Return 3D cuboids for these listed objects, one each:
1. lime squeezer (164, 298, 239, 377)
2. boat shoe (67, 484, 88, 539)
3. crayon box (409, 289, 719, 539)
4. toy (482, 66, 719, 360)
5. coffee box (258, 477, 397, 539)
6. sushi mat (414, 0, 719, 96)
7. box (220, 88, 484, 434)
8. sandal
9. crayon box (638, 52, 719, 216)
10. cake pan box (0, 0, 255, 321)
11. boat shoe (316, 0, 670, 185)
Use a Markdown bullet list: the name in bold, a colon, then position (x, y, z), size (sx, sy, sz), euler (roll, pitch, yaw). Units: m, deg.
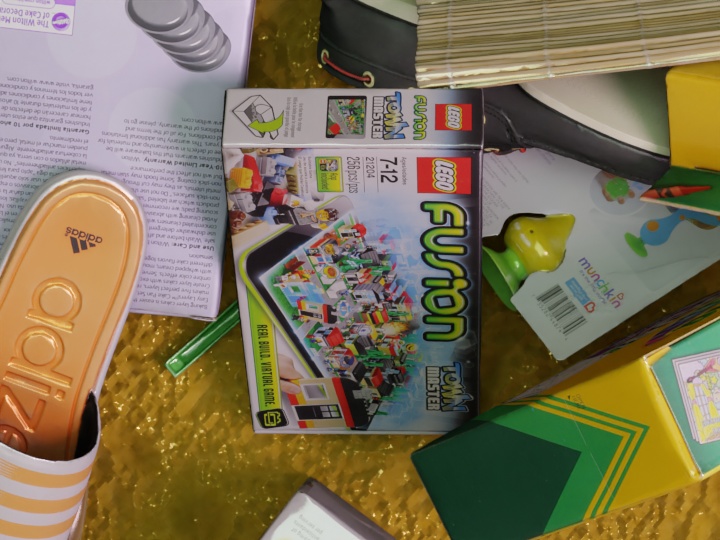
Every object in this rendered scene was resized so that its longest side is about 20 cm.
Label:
- **lime squeezer**: position (-0.013, -0.017, 1.131), size (0.038, 0.071, 0.200), euler (41, 120, -13)
- **boat shoe**: position (-0.169, 0.050, 1.131), size (0.074, 0.066, 0.201), euler (-9, 83, -7)
- **crayon box**: position (0.147, 0.044, 1.024), size (0.200, 0.172, 0.058), euler (-25, 87, -35)
- **toy**: position (0.142, -0.042, 1.122), size (0.200, 0.047, 0.115), euler (-30, 60, -14)
- **coffee box**: position (-0.054, 0.199, 1.096), size (0.080, 0.114, 0.200), euler (36, 89, 3)
- **sushi mat**: position (0.122, -0.112, 1.041), size (0.199, 0.096, 0.012), euler (-7, 121, 4)
- **box**: position (0.000, 0.000, 1.070), size (0.110, 0.200, 0.035), euler (0, 50, 3)
- **sandal**: position (-0.148, 0.057, 1.044), size (0.079, 0.059, 0.207), euler (16, 106, -9)
- **crayon box**: position (0.216, -0.085, 1.036), size (0.127, 0.200, 0.051), euler (12, 128, 28)
- **cake pan box**: position (-0.149, -0.078, 1.061), size (0.199, 0.052, 0.185), euler (4, 102, -5)
- **boat shoe**: position (0.068, -0.087, 1.105), size (0.201, 0.074, 0.063), euler (28, 127, 22)
